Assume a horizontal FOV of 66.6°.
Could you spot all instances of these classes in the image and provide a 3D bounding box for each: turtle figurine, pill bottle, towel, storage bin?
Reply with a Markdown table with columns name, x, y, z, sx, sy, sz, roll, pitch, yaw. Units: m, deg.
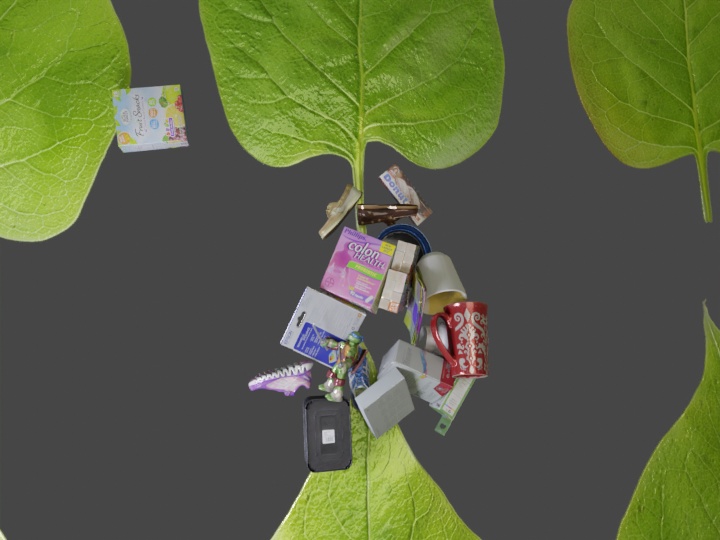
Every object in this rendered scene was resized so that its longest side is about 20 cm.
| name | x | y | z | sx | sy | sz | roll | pitch | yaw |
| --- | --- | --- | --- | --- | --- | --- | --- | --- | --- |
| turtle figurine | -0.082 | 0.259 | 1.560 | 0.142 | 0.199 | 0.198 | 21 | 98 | 29 |
| pill bottle | 0.287 | 0.221 | 1.706 | 0.195 | 0.111 | 0.115 | 6 | 82 | -11 |
| towel | 0.159 | 0.101 | 1.611 | 0.022 | 0.145 | 0.204 | 3 | 118 | -8 |
| storage bin | -0.098 | 0.475 | 1.611 | 0.132 | 0.094 | 0.206 | -1 | 83 | -11 |

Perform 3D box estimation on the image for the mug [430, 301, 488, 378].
| name | x | y | z | sx | sy | sz | roll | pitch | yaw |
| --- | --- | --- | --- | --- | --- | --- | --- | --- | --- |
| mug | 0.291 | 0.206 | 1.592 | 0.173 | 0.134 | 0.205 | -2 | 73 | 4 |

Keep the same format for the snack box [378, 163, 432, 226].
| name | x | y | z | sx | sy | sz | roll | pitch | yaw |
| --- | --- | --- | --- | --- | --- | --- | --- | --- | --- |
| snack box | 0.146 | -0.244 | 1.774 | 0.072 | 0.024 | 0.201 | -39 | 92 | -11 |

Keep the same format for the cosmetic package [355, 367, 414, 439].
| name | x | y | z | sx | sy | sz | roll | pitch | yaw |
| --- | --- | --- | --- | --- | --- | --- | --- | --- | --- |
| cosmetic package | 0.075 | 0.393 | 1.610 | 0.150 | 0.202 | 0.052 | -36 | 50 | -15 |

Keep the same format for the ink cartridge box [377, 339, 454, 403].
| name | x | y | z | sx | sy | sz | roll | pitch | yaw |
| --- | --- | --- | --- | --- | --- | --- | --- | --- | --- |
| ink cartridge box | 0.168 | 0.304 | 1.647 | 0.196 | 0.146 | 0.084 | 24 | 54 | -7 |

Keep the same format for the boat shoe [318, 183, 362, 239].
| name | x | y | z | sx | sy | sz | roll | pitch | yaw |
| --- | --- | --- | --- | --- | --- | --- | --- | --- | --- |
| boat shoe | -0.073 | -0.185 | 1.705 | 0.066 | 0.074 | 0.201 | 38 | 68 | -1 |

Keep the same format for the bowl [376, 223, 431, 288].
| name | x | y | z | sx | sy | sz | roll | pitch | yaw |
| --- | --- | --- | --- | --- | --- | --- | --- | --- | --- |
| bowl | 0.129 | -0.044 | 1.741 | 0.195 | 0.039 | 0.206 | 1 | 84 | -11 |

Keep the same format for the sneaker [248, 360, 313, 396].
| name | x | y | z | sx | sy | sz | roll | pitch | yaw |
| --- | --- | --- | --- | --- | --- | --- | --- | --- | --- |
| sneaker | -0.228 | 0.331 | 1.613 | 0.195 | 0.080 | 0.091 | -12 | 94 | -13 |

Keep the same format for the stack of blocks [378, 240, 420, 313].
| name | x | y | z | sx | sy | sz | roll | pitch | yaw |
| --- | --- | --- | --- | --- | --- | --- | --- | --- | --- |
| stack of blocks | 0.118 | 0.017 | 1.626 | 0.057 | 0.115 | 0.205 | 16 | 94 | 14 |

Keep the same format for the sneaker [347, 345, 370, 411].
| name | x | y | z | sx | sy | sz | roll | pitch | yaw |
| --- | --- | --- | --- | --- | --- | --- | --- | --- | --- |
| sneaker | 0.000 | 0.323 | 1.656 | 0.074 | 0.077 | 0.205 | -10 | 84 | -10 |

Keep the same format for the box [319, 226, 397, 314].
| name | x | y | z | sx | sy | sz | roll | pitch | yaw |
| --- | --- | --- | --- | --- | --- | --- | --- | --- | --- |
| box | 0.000 | 0.000 | 1.648 | 0.173 | 0.097 | 0.204 | 21 | 81 | 16 |

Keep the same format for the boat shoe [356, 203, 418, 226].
| name | x | y | z | sx | sy | sz | roll | pitch | yaw |
| --- | --- | --- | --- | --- | --- | --- | --- | --- | --- |
| boat shoe | 0.085 | -0.176 | 1.730 | 0.194 | 0.070 | 0.072 | -1 | 100 | 3 |

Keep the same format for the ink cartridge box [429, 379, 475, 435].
| name | x | y | z | sx | sy | sz | roll | pitch | yaw |
| --- | --- | --- | --- | --- | --- | --- | --- | --- | --- |
| ink cartridge box | 0.270 | 0.395 | 1.687 | 0.059 | 0.104 | 0.202 | 33 | 79 | -5 |

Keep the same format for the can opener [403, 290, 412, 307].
| name | x | y | z | sx | sy | sz | roll | pitch | yaw |
| --- | --- | --- | --- | --- | --- | --- | --- | --- | --- |
| can opener | 0.129 | 0.088 | 1.721 | 0.195 | 0.066 | 0.054 | 7 | 87 | -2 |

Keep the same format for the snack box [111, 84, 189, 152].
| name | x | y | z | sx | sy | sz | roll | pitch | yaw |
| --- | --- | --- | --- | --- | --- | --- | --- | --- | --- |
| snack box | -0.620 | -0.450 | 1.625 | 0.195 | 0.068 | 0.173 | -9 | 86 | -10 |

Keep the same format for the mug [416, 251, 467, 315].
| name | x | y | z | sx | sy | sz | roll | pitch | yaw |
| --- | --- | --- | --- | --- | --- | --- | --- | --- | --- |
| mug | 0.232 | 0.041 | 1.671 | 0.145 | 0.188 | 0.156 | -8 | 59 | -4 |

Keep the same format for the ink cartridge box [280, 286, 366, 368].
| name | x | y | z | sx | sy | sz | roll | pitch | yaw |
| --- | --- | --- | --- | --- | --- | --- | --- | --- | --- |
| ink cartridge box | -0.111 | 0.170 | 1.634 | 0.197 | 0.047 | 0.201 | 26 | 103 | -7 |
